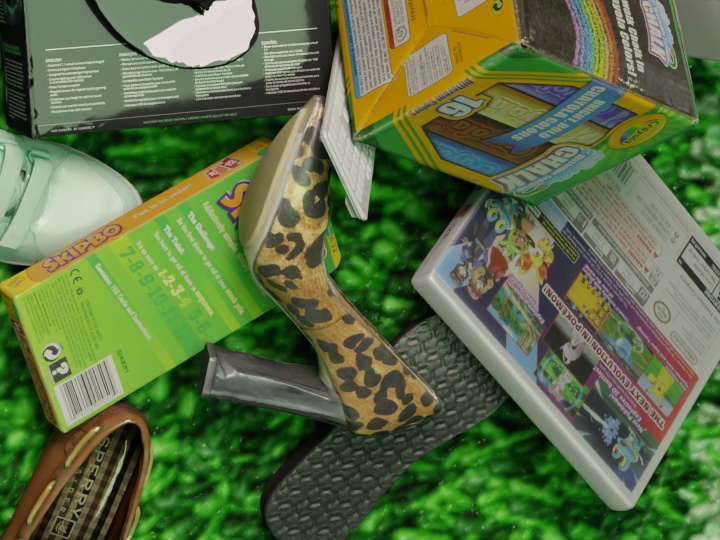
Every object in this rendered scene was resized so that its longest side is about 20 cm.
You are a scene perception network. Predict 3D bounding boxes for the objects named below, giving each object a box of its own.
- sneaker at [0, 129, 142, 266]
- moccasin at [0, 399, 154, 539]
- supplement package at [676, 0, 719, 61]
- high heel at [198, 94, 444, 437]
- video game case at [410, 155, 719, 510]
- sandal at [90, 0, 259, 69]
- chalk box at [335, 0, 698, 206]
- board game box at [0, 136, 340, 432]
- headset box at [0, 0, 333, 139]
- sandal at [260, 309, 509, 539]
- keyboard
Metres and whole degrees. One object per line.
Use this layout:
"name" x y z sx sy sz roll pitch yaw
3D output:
"sneaker" -0.203 -0.040 1.280 0.200 0.118 0.074 14 93 -22
"moccasin" -0.167 0.171 1.349 0.074 0.078 0.202 27 90 -23
"supplement package" 0.262 -0.224 1.372 0.200 0.191 0.147 -24 107 -15
"high heel" 0.000 0.000 1.328 0.142 0.071 0.200 12 117 -13
"video game case" 0.139 0.012 1.422 0.200 0.023 0.182 49 57 -20
"sandal" -0.124 -0.185 1.223 0.076 0.043 0.200 -39 108 -9
"chalk box" 0.098 -0.123 1.306 0.200 0.124 0.125 19 54 -45
"board game box" -0.104 0.003 1.343 0.200 0.030 0.096 -29 125 -22
"headset box" -0.113 -0.182 1.300 0.174 0.093 0.200 -7 101 -18
"sandal" 0.017 0.085 1.422 0.200 0.048 0.075 -42 111 5
"keyboard" -0.003 -0.099 1.306 0.011 0.200 0.056 -13 119 11
